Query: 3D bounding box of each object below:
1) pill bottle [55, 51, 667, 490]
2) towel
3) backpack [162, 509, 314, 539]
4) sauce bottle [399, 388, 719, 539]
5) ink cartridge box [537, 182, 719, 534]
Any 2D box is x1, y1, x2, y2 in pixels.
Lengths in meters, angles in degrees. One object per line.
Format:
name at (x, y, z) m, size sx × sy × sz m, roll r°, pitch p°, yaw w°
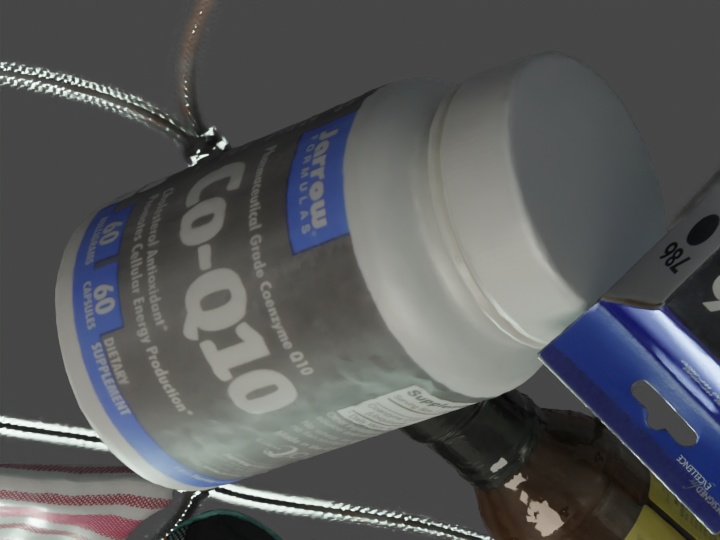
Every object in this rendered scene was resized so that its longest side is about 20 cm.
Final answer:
pill bottle at (0.000, 0.000, 1.018) m, size 0.200 × 0.114 × 0.114 m, roll -21°, pitch 123°, yaw 35°
towel at (-0.182, 0.134, 1.226) m, size 0.146 × 0.030 × 0.200 m, roll 2°, pitch 150°, yaw -37°
backpack at (-0.065, 0.218, 1.236) m, size 0.176 × 0.154 × 0.200 m, roll 34°, pitch 142°, yaw -21°
sauce bottle at (0.091, 0.096, 1.106) m, size 0.065 × 0.065 × 0.200 m, roll -26°, pitch 123°, yaw 38°
ink cartridge box at (0.162, -0.004, 0.931) m, size 0.200 × 0.039 × 0.099 m, roll -44°, pitch 113°, yaw 7°
